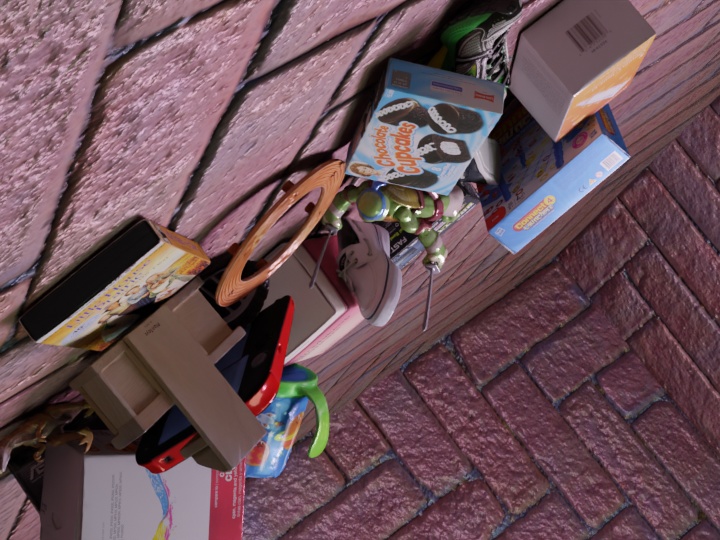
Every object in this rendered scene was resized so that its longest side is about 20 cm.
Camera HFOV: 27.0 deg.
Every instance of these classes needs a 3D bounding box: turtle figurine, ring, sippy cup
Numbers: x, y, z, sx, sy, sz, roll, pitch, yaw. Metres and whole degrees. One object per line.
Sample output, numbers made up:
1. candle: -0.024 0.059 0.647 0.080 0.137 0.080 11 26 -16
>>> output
1. turtle figurine: 0.033 -0.048 1.750 0.143 0.201 0.194 -4 -167 27
2. ring: -0.087 -0.043 1.574 0.201 0.019 0.200 -48 171 -10
3. sippy cup: -0.130 0.179 1.828 0.139 0.131 0.178 8 -171 -26

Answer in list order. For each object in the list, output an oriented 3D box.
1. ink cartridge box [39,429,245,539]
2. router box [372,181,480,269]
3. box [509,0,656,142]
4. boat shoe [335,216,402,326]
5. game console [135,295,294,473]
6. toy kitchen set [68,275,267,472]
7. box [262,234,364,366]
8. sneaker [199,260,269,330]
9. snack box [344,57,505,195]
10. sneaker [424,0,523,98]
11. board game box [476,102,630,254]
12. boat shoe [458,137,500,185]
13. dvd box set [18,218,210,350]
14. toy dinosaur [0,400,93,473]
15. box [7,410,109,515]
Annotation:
1. ink cartridge box: -0.253 0.264 1.721 0.199 0.145 0.145 1 -175 -29
2. router box: 0.067 -0.060 2.064 0.200 0.062 0.150 -40 172 10
3. box: 0.257 -0.248 1.770 0.124 0.098 0.200 -38 172 -5
4. boat shoe: 0.000 0.000 1.806 0.074 0.067 0.200 -61 -162 20
5. game console: -0.158 0.124 1.634 0.200 0.031 0.177 -32 -151 26
6. toy kitchen set: -0.209 0.148 1.500 0.180 0.163 0.200 -36 -175 35
7. box: -0.070 0.038 1.854 0.128 0.109 0.200 -41 171 18
8. sneaker: -0.186 0.058 1.681 0.200 0.074 0.080 -42 -162 1
9. snack box: 0.060 -0.139 1.494 0.200 0.116 0.037 120 -20 -67
10. sneaker: 0.123 -0.209 1.466 0.078 0.085 0.200 -36 170 -20
11. board game box: 0.240 -0.152 1.951 0.200 0.056 0.196 -42 -150 23
12. boat shoe: 0.131 -0.149 1.862 0.060 0.076 0.200 -2 162 14
13. dvd box set: -0.222 0.017 1.392 0.146 0.029 0.200 -39 172 1
14. toy dinosaur: -0.335 0.164 1.654 0.106 0.061 0.200 -4 -169 26
15. box: -0.300 0.241 1.803 0.200 0.161 0.044 -35 -156 -19
